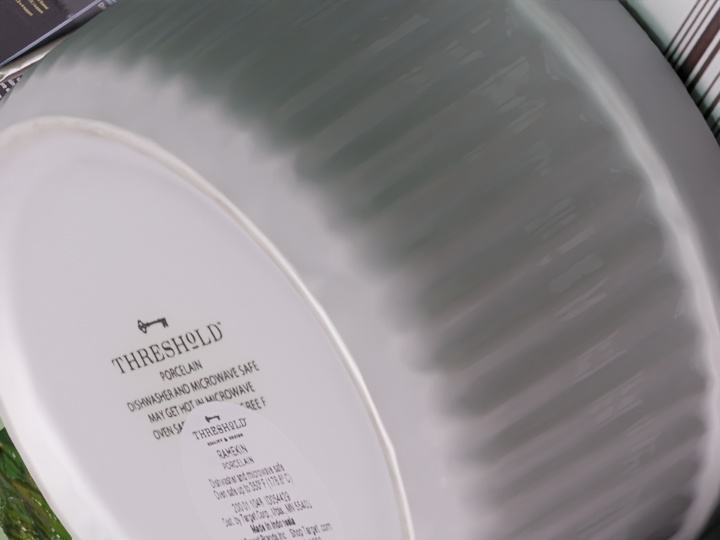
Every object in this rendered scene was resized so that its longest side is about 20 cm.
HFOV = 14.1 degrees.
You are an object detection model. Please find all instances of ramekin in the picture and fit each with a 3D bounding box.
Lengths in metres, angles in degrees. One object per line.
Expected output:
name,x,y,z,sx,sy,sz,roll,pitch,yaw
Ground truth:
ramekin,-0.008,0.011,0.710,0.200,0.105,0.200,30,137,33

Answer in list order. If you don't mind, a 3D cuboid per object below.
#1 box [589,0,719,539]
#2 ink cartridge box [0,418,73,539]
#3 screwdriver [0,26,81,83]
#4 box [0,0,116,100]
box,0.129,-0.030,0.722,0.199,0.131,0.200,48,148,13
ink cartridge box,-0.038,0.064,0.980,0.048,0.200,0.146,-126,21,-52
screwdriver,-0.031,-0.100,0.879,0.200,0.029,0.028,-22,126,24
box,-0.109,-0.069,0.938,0.200,0.158,0.050,46,-158,-35
